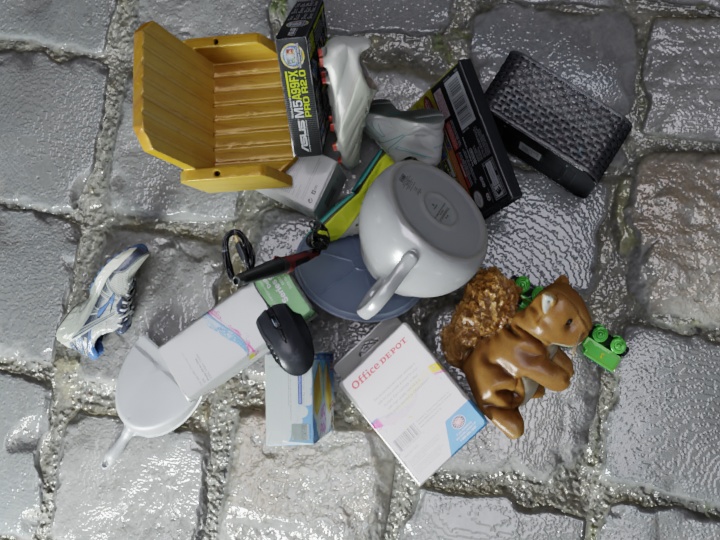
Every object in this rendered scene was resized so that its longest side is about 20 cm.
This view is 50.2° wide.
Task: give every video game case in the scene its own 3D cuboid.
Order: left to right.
[{"bbox_3d":[0.134,-0.163,1.096,0.025,0.180,0.205,-15,80,-31],"label":"video game case"}]

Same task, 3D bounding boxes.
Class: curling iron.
[{"bbox_3d":[-0.098,-0.017,0.965,0.025,0.199,0.051,8,113,30],"label":"curling iron"}]

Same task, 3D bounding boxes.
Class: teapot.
[{"bbox_3d":[0.067,-0.035,1.039,0.146,0.196,0.201,-47,51,39],"label":"teapot"}]

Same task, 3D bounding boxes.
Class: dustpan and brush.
[{"bbox_3d":[-0.341,0.221,1.178,0.138,0.057,0.202,37,83,11],"label":"dustpan and brush"}]

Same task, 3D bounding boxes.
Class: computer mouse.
[{"bbox_3d":[-0.118,0.039,0.959,0.058,0.034,0.203,-31,87,-3],"label":"computer mouse"}]

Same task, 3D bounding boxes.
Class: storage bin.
[{"bbox_3d":[0.268,-0.203,1.092,0.198,0.135,0.095,34,89,9],"label":"storage bin"}]

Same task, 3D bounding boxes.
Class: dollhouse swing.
[{"bbox_3d":[-0.187,-0.230,1.031,0.176,0.176,0.206,-3,80,7],"label":"dollhouse swing"}]

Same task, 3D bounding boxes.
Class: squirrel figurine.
[{"bbox_3d":[0.210,0.081,1.042,0.199,0.140,0.189,40,123,19],"label":"squirrel figurine"}]

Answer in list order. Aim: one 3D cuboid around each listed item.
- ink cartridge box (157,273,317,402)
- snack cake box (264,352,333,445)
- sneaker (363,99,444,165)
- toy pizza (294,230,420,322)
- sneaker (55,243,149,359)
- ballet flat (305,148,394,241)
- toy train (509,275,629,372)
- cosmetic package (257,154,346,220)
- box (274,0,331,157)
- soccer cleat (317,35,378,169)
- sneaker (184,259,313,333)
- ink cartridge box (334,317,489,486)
[{"bbox_3d":[-0.162,0.082,1.045,0.198,0.145,0.088,-37,87,-4],"label":"ink cartridge box"},{"bbox_3d":[-0.081,0.173,1.068,0.065,0.200,0.119,-3,84,5],"label":"snack cake box"},{"bbox_3d":[0.044,-0.201,1.129,0.069,0.082,0.198,-27,35,-30],"label":"sneaker"},{"bbox_3d":[0.000,0.000,1.116,0.194,0.032,0.204,5,47,-5],"label":"toy pizza"},{"bbox_3d":[-0.379,0.051,1.193,0.085,0.077,0.201,38,97,0],"label":"sneaker"},{"bbox_3d":[0.002,-0.096,1.131,0.067,0.067,0.201,43,64,-8],"label":"ballet flat"},{"bbox_3d":[0.293,0.077,1.112,0.197,0.042,0.057,33,100,10],"label":"toy train"},{"bbox_3d":[-0.130,-0.155,1.156,0.196,0.108,0.086,27,87,8],"label":"cosmetic package"},{"bbox_3d":[-0.073,-0.276,1.087,0.043,0.202,0.164,-4,122,7],"label":"box"},{"bbox_3d":[-0.010,-0.228,1.070,0.075,0.203,0.070,-9,44,0],"label":"soccer cleat"},{"bbox_3d":[-0.170,0.049,1.158,0.194,0.075,0.119,-4,83,2],"label":"sneaker"},{"bbox_3d":[0.069,0.174,1.086,0.128,0.125,0.201,-40,80,2],"label":"ink cartridge box"}]
